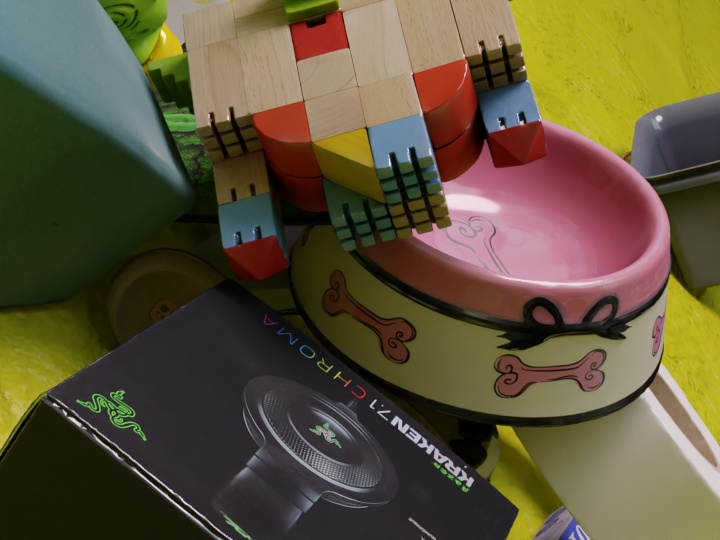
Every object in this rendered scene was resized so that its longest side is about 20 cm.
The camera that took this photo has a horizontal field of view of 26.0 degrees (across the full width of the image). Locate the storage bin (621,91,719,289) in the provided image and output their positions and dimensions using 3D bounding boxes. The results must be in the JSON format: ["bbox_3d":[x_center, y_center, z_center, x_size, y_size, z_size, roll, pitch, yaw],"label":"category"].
[{"bbox_3d":[0.333,-0.074,1.514,0.200,0.145,0.134,-63,137,-64],"label":"storage bin"}]

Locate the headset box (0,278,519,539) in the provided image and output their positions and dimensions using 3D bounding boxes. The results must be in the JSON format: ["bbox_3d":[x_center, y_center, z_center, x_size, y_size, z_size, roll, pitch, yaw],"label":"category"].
[{"bbox_3d":[-0.046,0.108,0.624,0.174,0.093,0.200,38,20,5],"label":"headset box"}]

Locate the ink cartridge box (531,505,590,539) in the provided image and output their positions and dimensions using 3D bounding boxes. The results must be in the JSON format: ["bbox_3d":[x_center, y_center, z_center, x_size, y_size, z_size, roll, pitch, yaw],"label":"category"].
[{"bbox_3d":[0.121,0.199,0.870,0.094,0.044,0.200,52,25,4],"label":"ink cartridge box"}]

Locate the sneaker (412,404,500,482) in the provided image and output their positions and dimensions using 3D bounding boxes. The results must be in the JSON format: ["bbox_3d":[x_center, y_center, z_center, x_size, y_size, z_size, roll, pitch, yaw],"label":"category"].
[{"bbox_3d":[0.035,0.084,0.897,0.200,0.077,0.089,-102,178,-57],"label":"sneaker"}]

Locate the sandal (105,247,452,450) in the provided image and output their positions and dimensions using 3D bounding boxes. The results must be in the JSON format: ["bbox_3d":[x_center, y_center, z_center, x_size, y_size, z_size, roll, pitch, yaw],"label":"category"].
[{"bbox_3d":[-0.042,0.066,0.752,0.200,0.080,0.054,39,7,-6],"label":"sandal"}]

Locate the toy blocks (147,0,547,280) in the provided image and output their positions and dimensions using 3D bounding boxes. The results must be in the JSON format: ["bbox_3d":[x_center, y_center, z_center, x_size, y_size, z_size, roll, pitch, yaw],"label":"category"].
[{"bbox_3d":[0.003,-0.073,0.714,0.100,0.200,0.137,69,7,-53],"label":"toy blocks"}]

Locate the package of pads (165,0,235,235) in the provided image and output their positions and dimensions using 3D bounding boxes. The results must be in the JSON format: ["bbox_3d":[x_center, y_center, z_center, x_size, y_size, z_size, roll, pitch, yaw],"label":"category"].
[{"bbox_3d":[-0.048,-0.122,0.930,0.068,0.154,0.200,45,23,-41],"label":"package of pads"}]

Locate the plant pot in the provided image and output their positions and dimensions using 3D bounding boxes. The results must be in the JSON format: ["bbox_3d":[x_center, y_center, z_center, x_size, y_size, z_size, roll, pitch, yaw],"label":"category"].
[{"bbox_3d":[-0.174,-0.071,0.680,0.200,0.141,0.141,31,28,-56],"label":"plant pot"}]

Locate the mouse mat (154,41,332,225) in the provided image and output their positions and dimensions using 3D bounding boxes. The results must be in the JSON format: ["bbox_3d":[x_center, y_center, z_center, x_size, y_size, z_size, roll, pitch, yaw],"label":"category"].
[{"bbox_3d":[-0.042,-0.079,0.808,0.161,0.200,0.008,-62,143,-38],"label":"mouse mat"}]

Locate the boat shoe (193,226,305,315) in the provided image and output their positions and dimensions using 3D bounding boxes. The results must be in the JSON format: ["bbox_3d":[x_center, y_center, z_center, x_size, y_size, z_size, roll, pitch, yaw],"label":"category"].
[{"bbox_3d":[0.000,0.000,0.881,0.200,0.057,0.069,-12,41,-23],"label":"boat shoe"}]

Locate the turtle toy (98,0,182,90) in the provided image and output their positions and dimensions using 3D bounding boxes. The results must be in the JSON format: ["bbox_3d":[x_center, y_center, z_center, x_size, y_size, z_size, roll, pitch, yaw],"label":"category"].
[{"bbox_3d":[-0.178,-0.174,0.816,0.200,0.101,0.146,17,-8,26],"label":"turtle toy"}]

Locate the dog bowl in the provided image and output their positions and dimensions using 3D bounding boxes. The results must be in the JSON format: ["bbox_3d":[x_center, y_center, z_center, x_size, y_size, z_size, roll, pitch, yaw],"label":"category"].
[{"bbox_3d":[0.067,-0.013,0.794,0.200,0.074,0.200,9,34,-7],"label":"dog bowl"}]

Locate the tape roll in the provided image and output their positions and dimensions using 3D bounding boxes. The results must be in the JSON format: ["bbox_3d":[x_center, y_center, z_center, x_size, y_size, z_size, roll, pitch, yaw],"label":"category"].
[{"bbox_3d":[0.150,0.092,0.901,0.202,0.071,0.202,49,12,-14],"label":"tape roll"}]
